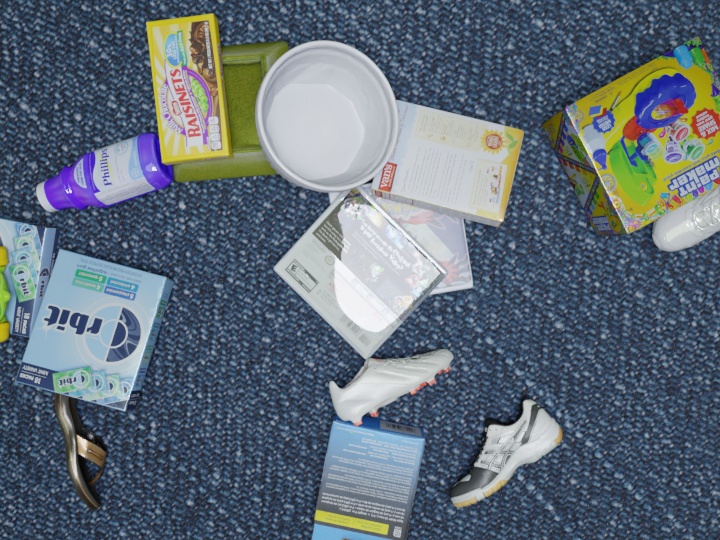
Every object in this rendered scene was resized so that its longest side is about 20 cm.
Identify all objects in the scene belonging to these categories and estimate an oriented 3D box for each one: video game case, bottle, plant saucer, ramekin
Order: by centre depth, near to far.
[{"bbox_3d":[-0.056,-0.208,0.840,0.198,0.105,0.203,0,91,-19],"label":"ramekin"},{"bbox_3d":[-0.384,-0.139,0.889,0.198,0.065,0.084,-16,73,7],"label":"bottle"},{"bbox_3d":[-0.202,-0.243,0.893,0.197,0.048,0.202,-4,93,2],"label":"plant saucer"},{"bbox_3d":[0.000,0.000,0.893,0.200,0.023,0.182,44,94,0],"label":"video game case"},{"bbox_3d":[0.062,-0.048,0.910,0.197,0.023,0.185,-10,93,1],"label":"video game case"}]

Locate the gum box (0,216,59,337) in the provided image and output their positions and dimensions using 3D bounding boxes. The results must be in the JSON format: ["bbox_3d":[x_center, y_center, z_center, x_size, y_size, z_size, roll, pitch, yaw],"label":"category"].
[{"bbox_3d":[-0.581,0.000,0.914,0.197,0.045,0.172,11,93,0],"label":"gum box"}]

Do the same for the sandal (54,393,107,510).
[{"bbox_3d":[-0.425,0.271,0.919,0.054,0.082,0.202,-12,85,-20],"label":"sandal"}]

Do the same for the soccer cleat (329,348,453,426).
[{"bbox_3d":[0.048,0.155,0.882,0.198,0.069,0.078,-26,82,-15],"label":"soccer cleat"}]

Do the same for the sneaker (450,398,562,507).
[{"bbox_3d":[0.207,0.276,0.908,0.199,0.076,0.088,-38,75,0],"label":"sneaker"}]

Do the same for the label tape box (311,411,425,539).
[{"bbox_3d":[0.010,0.332,0.908,0.142,0.063,0.203,11,93,1],"label":"label tape box"}]

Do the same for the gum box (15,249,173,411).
[{"bbox_3d":[-0.394,0.088,0.888,0.168,0.045,0.202,15,81,1],"label":"gum box"}]

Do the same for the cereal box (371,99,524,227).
[{"bbox_3d":[0.127,-0.158,0.874,0.198,0.040,0.146,15,81,6],"label":"cereal box"}]

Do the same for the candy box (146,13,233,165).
[{"bbox_3d":[-0.247,-0.260,0.856,0.101,0.026,0.203,-6,92,5],"label":"candy box"}]

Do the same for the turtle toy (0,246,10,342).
[{"bbox_3d":[-0.599,0.037,0.843,0.197,0.101,0.148,0,94,1],"label":"turtle toy"}]

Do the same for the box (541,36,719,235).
[{"bbox_3d":[0.404,-0.181,0.846,0.198,0.122,0.194,-28,92,3],"label":"box"}]

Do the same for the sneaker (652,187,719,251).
[{"bbox_3d":[0.521,-0.095,0.859,0.199,0.099,0.078,-33,91,2],"label":"sneaker"}]
